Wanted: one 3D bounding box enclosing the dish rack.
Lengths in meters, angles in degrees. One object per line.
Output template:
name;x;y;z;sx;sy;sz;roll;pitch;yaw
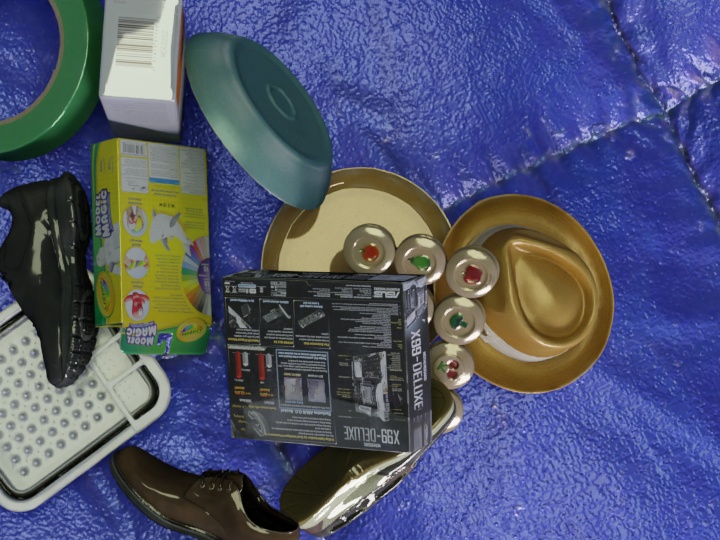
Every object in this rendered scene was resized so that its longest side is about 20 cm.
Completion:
dish rack;-0.300;0.114;1.624;0.199;0.044;0.172;-36;89;-7

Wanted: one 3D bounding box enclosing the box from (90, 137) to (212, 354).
box;-0.198;-0.019;1.615;0.117;0.048;0.202;4;79;-47

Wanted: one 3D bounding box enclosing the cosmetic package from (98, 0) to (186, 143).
cosmetic package;-0.201;-0.188;1.582;0.070;0.200;0.103;3;84;-4

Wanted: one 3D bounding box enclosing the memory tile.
memory tile;0.041;0.058;1.613;0.152;0.017;0.202;13;113;1

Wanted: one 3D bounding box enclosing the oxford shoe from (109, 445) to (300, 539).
oxford shoe;-0.143;0.212;1.599;0.199;0.073;0.085;29;112;0

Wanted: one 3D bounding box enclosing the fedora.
fedora;0.169;0.020;1.639;0.198;0.082;0.203;1;85;-16

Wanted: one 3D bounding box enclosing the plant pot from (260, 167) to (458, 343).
plant pot;0.000;0.000;1.669;0.198;0.027;0.203;1;84;-5

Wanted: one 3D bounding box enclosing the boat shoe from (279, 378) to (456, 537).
boat shoe;0.013;0.183;1.625;0.200;0.066;0.072;-39;49;4

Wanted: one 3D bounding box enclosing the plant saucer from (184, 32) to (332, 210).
plant saucer;-0.085;-0.150;1.593;0.036;0.200;0.201;-34;88;22

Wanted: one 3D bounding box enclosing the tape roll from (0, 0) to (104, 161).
tape roll;-0.337;-0.207;1.612;0.198;0.048;0.203;-2;84;18

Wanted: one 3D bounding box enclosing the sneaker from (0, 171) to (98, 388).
sneaker;-0.296;0.011;1.585;0.090;0.076;0.202;-7;77;6

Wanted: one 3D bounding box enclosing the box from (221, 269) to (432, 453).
box;-0.032;0.082;1.582;0.198;0.050;0.160;1;99;28
